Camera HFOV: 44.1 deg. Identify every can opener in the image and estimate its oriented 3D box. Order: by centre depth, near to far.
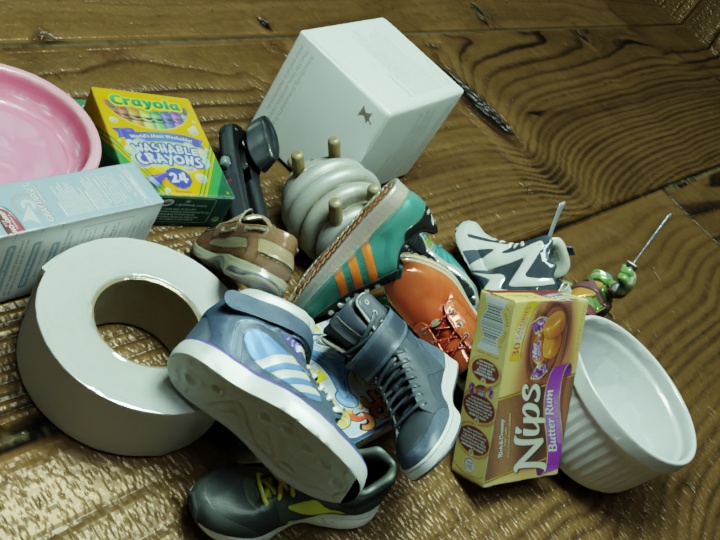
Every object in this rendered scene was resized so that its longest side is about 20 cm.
[{"bbox_3d":[-0.137,-0.100,1.052,0.063,0.079,0.200,20,48,-33],"label":"can opener"}]

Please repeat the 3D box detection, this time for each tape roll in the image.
[{"bbox_3d":[-0.204,0.065,0.810,0.202,0.071,0.203,21,40,-19],"label":"tape roll"}]

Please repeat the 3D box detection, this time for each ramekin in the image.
[{"bbox_3d":[0.285,0.163,1.043,0.200,0.105,0.200,29,36,-24],"label":"ramekin"}]

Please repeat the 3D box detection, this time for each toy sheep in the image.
[{"bbox_3d":[-0.032,-0.076,1.051,0.138,0.138,0.200,1,43,-38],"label":"toy sheep"}]

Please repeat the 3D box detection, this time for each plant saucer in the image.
[{"bbox_3d":[-0.371,-0.134,0.911,0.200,0.051,0.201,22,39,-19],"label":"plant saucer"}]

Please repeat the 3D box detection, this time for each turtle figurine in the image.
[{"bbox_3d":[0.285,0.010,1.184,0.144,0.200,0.194,30,43,18],"label":"turtle figurine"}]

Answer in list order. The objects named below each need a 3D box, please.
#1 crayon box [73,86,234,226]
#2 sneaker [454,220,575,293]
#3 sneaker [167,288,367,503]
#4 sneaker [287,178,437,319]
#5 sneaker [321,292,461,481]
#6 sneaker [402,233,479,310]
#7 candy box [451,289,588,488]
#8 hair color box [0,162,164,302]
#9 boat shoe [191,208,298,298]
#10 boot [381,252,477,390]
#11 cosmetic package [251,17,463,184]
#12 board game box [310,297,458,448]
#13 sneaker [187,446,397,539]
[{"bbox_3d":[-0.240,-0.142,1.022,0.126,0.052,0.200,-1,50,-39],"label":"crayon box"},{"bbox_3d":[0.206,-0.014,1.148,0.080,0.129,0.199,57,10,-35],"label":"sneaker"},{"bbox_3d":[-0.053,0.092,0.775,0.200,0.081,0.146,35,39,7],"label":"sneaker"},{"bbox_3d":[0.000,0.000,0.952,0.080,0.200,0.071,41,11,-13],"label":"sneaker"},{"bbox_3d":[0.024,0.105,0.859,0.146,0.077,0.202,41,19,-11],"label":"sneaker"},{"bbox_3d":[0.072,-0.015,1.132,0.200,0.078,0.080,46,20,3],"label":"sneaker"},{"bbox_3d":[0.169,0.122,0.946,0.117,0.200,0.056,2,10,-37],"label":"candy box"},{"bbox_3d":[-0.292,-0.033,0.823,0.061,0.099,0.200,49,39,17],"label":"hair color box"},{"bbox_3d":[-0.113,-0.023,0.908,0.076,0.072,0.200,31,-4,-31],"label":"boat shoe"},{"bbox_3d":[0.099,0.064,0.998,0.200,0.075,0.107,44,17,-15],"label":"boot"},{"bbox_3d":[-0.004,-0.218,1.197,0.165,0.165,0.200,45,36,13],"label":"cosmetic package"},{"bbox_3d":[0.000,0.111,0.951,0.200,0.034,0.135,-20,63,-49],"label":"board game box"},{"bbox_3d":[-0.055,0.185,0.786,0.200,0.085,0.075,3,47,-37],"label":"sneaker"}]
